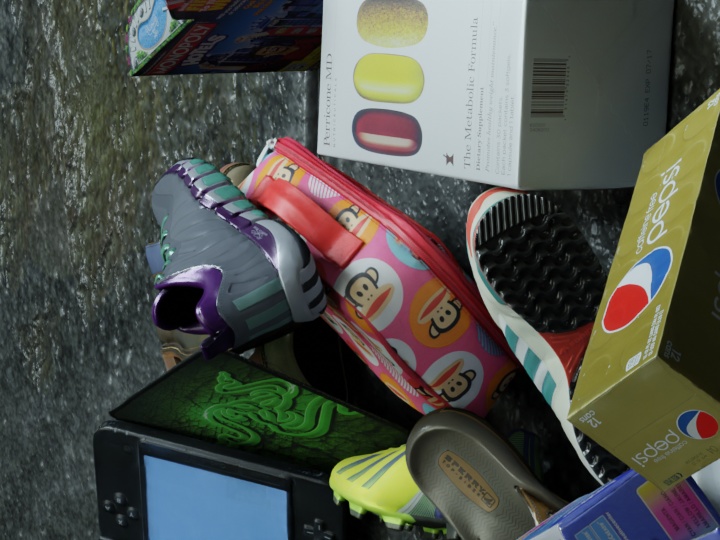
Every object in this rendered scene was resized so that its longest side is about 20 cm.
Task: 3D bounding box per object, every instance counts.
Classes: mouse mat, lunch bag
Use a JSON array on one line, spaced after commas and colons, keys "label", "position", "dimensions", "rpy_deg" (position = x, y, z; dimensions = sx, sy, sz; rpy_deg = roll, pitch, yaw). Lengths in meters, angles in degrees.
[{"label": "mouse mat", "position": [-0.073, 0.107, 1.290], "dimensions": [0.200, 0.160, 0.008], "rpy_deg": [-34, 36, 57]}, {"label": "lunch bag", "position": [0.000, 0.000, 1.153], "dimensions": [0.082, 0.176, 0.200], "rpy_deg": [-48, 40, -4]}]

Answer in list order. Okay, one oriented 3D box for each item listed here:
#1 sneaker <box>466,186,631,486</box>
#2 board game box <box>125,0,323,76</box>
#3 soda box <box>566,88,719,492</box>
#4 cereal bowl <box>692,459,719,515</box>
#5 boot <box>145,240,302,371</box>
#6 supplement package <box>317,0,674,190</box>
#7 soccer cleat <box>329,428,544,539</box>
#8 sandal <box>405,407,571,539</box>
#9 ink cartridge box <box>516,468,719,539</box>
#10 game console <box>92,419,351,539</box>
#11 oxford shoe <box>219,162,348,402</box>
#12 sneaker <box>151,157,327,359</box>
[{"label": "sneaker", "position": [0.120, 0.036, 1.049], "dimensions": [0.200, 0.070, 0.093], "rpy_deg": [57, -179, -16]}, {"label": "board game box", "position": [-0.072, -0.192, 1.216], "dimensions": [0.200, 0.199, 0.062], "rpy_deg": [-31, 69, 52]}, {"label": "soda box", "position": [0.163, 0.004, 0.908], "dimensions": [0.068, 0.064, 0.200], "rpy_deg": [-42, 17, 44]}, {"label": "cereal bowl", "position": [0.226, 0.092, 0.913], "dimensions": [0.200, 0.083, 0.201], "rpy_deg": [11, 103, 54]}, {"label": "boot", "position": [-0.101, 0.012, 1.262], "dimensions": [0.200, 0.074, 0.097], "rpy_deg": [-23, 85, 62]}, {"label": "supplement package", "position": [0.073, -0.113, 1.091], "dimensions": [0.200, 0.109, 0.114], "rpy_deg": [13, 103, 55]}, {"label": "soccer cleat", "position": [0.051, 0.130, 1.204], "dimensions": [0.200, 0.064, 0.084], "rpy_deg": [-2, 74, 57]}, {"label": "sandal", "position": [0.100, 0.157, 1.071], "dimensions": [0.200, 0.055, 0.082], "rpy_deg": [43, 117, 13]}, {"label": "ink cartridge box", "position": [0.150, 0.172, 0.937], "dimensions": [0.137, 0.076, 0.200], "rpy_deg": [55, 168, 8]}, {"label": "game console", "position": [-0.117, 0.223, 1.316], "dimensions": [0.199, 0.116, 0.177], "rpy_deg": [12, 123, 17]}, {"label": "oxford shoe", "position": [-0.050, 0.013, 1.329], "dimensions": [0.075, 0.070, 0.201], "rpy_deg": [-22, 86, 51]}, {"label": "sneaker", "position": [-0.101, -0.009, 1.113], "dimensions": [0.200, 0.087, 0.075], "rpy_deg": [31, 145, 58]}]
